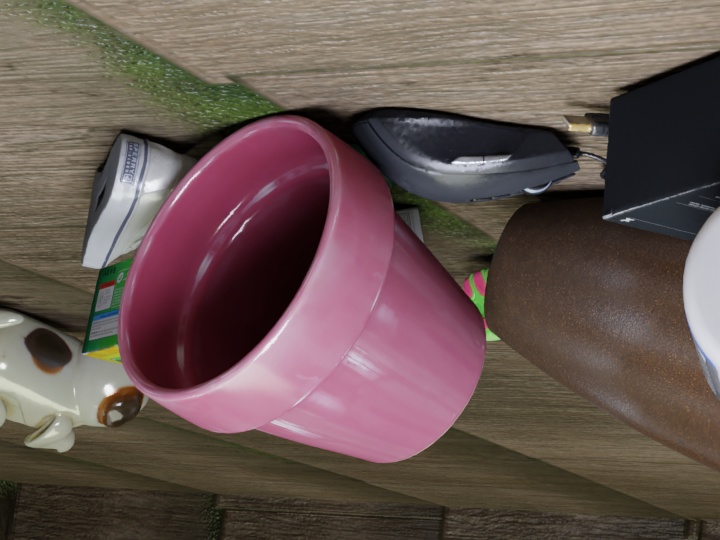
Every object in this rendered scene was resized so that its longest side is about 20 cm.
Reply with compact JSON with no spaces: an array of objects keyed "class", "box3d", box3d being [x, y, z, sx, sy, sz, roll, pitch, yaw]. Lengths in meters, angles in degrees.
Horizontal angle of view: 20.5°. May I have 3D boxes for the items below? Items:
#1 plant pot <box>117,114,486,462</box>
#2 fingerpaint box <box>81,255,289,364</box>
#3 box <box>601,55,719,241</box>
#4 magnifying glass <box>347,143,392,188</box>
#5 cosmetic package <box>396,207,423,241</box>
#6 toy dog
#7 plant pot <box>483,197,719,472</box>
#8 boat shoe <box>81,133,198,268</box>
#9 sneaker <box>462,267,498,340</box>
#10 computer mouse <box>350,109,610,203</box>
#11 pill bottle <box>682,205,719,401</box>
[{"class":"plant pot","box3d":[-0.025,0.029,1.261,0.200,0.200,0.179,-7,148,47]},{"class":"fingerpaint box","box3d":[-0.088,0.039,1.435,0.167,0.073,0.200,15,168,-22]},{"class":"box","box3d":[0.256,-0.055,1.100,0.200,0.079,0.141,12,163,-27]},{"class":"magnifying glass","box3d":[-0.034,-0.056,1.383,0.080,0.022,0.200,9,169,-15]},{"class":"cosmetic package","box3d":[0.000,0.000,1.528,0.083,0.051,0.200,-6,169,-5]},{"class":"toy dog","box3d":[-0.317,0.103,2.078,0.200,0.140,0.194,10,131,-8]},{"class":"plant pot","box3d":[0.192,0.024,1.335,0.200,0.187,0.187,17,173,23]},{"class":"boat shoe","box3d":[-0.153,-0.044,1.400,0.070,0.071,0.200,12,161,-13]},{"class":"sneaker","box3d":[0.170,0.016,1.537,0.200,0.077,0.084,-1,-176,41]},{"class":"computer mouse","box3d":[0.097,-0.066,1.206,0.200,0.046,0.140,8,169,-9]},{"class":"pill bottle","box3d":[0.234,0.029,1.055,0.114,0.114,0.200,3,167,14]}]
